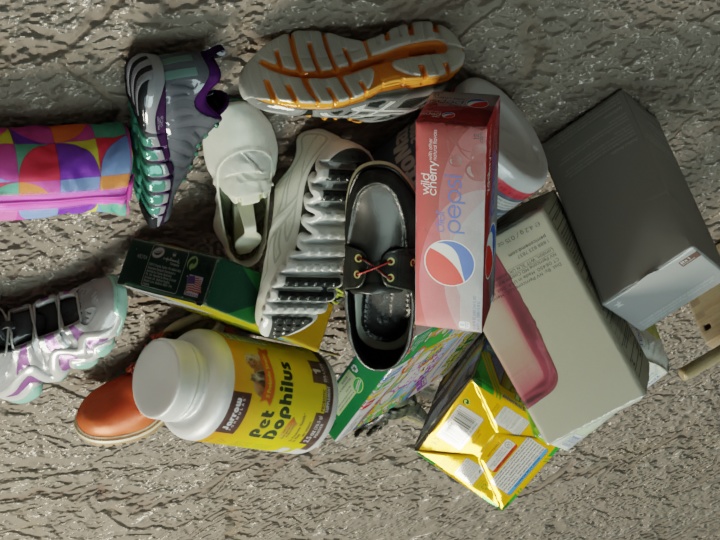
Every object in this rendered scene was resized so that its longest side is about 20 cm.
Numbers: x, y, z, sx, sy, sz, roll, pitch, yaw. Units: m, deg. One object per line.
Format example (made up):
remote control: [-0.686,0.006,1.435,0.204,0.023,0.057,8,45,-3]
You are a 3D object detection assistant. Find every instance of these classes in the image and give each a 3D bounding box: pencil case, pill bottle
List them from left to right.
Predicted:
pencil case: [-0.288,-0.078,1.514,0.198,0.089,0.089,-8,147,-19]
pill bottle: [-0.124,0.119,1.782,0.199,0.110,0.109,13,137,-42]
pill bottle: [0.063,-0.074,1.659,0.200,0.120,0.119,-37,143,27]

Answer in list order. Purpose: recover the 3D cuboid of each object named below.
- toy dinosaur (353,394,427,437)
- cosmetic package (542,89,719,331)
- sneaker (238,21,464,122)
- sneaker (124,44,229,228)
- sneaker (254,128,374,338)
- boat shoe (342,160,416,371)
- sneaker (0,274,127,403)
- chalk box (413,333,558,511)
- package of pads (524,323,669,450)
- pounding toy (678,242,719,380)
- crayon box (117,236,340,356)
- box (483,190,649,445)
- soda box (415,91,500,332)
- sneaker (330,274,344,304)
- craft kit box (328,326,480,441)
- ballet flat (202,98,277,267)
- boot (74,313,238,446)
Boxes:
toy dinosaur: [0.033,0.161,2.074,0.088,0.048,0.200,-32,149,9]
cosmetic package: [0.257,-0.057,1.702,0.106,0.201,0.090,-32,145,23]
sneaker: [-0.009,-0.158,1.542,0.198,0.079,0.077,-7,151,-19]
sneaker: [-0.152,-0.111,1.547,0.087,0.075,0.201,-15,148,-16]
sneaker: [-0.052,-0.034,1.643,0.075,0.081,0.201,7,111,-42]
boat shoe: [0.021,-0.002,1.606,0.073,0.063,0.203,3,124,7]
sneaker: [-0.325,0.058,1.711,0.200,0.078,0.139,-38,143,28]
chalk box: [0.157,0.141,1.978,0.123,0.200,0.125,34,121,-3]
package of pads: [0.228,0.066,1.866,0.068,0.201,0.154,28,122,-35]
pounding toy: [0.451,0.041,2.000,0.184,0.143,0.199,-35,144,25]
crayon box: [-0.118,0.027,1.727,0.126,0.051,0.199,12,171,42]
box: [0.179,0.042,1.699,0.108,0.201,0.128,-28,-176,14]
soda box: [0.083,-0.050,1.556,0.063,0.070,0.201,6,119,13]
sneaker: [0.000,0.000,1.774,0.199,0.085,0.074,-30,145,19]
craft kit box: [0.065,0.075,1.882,0.197,0.049,0.200,-31,163,-43]
ballet flat: [-0.104,-0.072,1.632,0.069,0.070,0.201,-11,147,-10]
boot: [-0.214,0.106,1.852,0.199,0.075,0.107,-26,145,-2]
